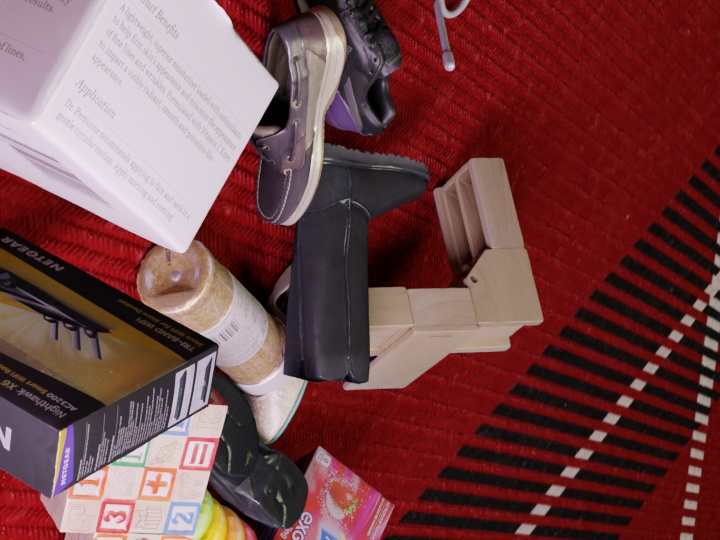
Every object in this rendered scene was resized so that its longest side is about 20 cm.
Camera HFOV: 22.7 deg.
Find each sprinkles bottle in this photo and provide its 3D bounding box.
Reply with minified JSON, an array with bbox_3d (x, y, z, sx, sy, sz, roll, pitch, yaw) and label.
[{"bbox_3d":[-0.115,0.040,1.488,0.069,0.068,0.200,-61,153,-12],"label":"sprinkles bottle"}]

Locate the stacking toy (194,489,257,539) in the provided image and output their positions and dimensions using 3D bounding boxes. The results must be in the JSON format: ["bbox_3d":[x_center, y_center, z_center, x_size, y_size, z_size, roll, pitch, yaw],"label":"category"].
[{"bbox_3d":[-0.160,0.212,1.524,0.110,0.115,0.201,-49,135,-26],"label":"stacking toy"}]

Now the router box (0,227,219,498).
[{"bbox_3d":[-0.217,0.053,1.161,0.157,0.199,0.053,-29,138,-52],"label":"router box"}]

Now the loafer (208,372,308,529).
[{"bbox_3d":[-0.125,0.154,1.555,0.073,0.072,0.201,-58,132,-33],"label":"loafer"}]

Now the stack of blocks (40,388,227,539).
[{"bbox_3d":[-0.188,0.181,1.412,0.114,0.059,0.202,6,109,-29],"label":"stack of blocks"}]

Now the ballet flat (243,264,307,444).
[{"bbox_3d":[-0.069,0.057,1.614,0.062,0.067,0.202,34,74,-36],"label":"ballet flat"}]

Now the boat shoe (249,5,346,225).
[{"bbox_3d":[-0.065,-0.123,1.467,0.064,0.072,0.201,-10,135,-32],"label":"boat shoe"}]

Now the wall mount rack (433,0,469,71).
[{"bbox_3d":[0.092,-0.288,1.622,0.174,0.074,0.201,-51,148,-31],"label":"wall mount rack"}]

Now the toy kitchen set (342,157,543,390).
[{"bbox_3d":[0.040,0.006,1.774,0.198,0.182,0.163,-1,157,-28],"label":"toy kitchen set"}]

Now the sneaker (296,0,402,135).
[{"bbox_3d":[0.000,-0.205,1.496,0.076,0.087,0.202,-43,144,-39],"label":"sneaker"}]

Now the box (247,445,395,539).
[{"bbox_3d":[-0.061,0.278,1.660,0.095,0.099,0.201,-35,-159,50],"label":"box"}]

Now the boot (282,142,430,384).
[{"bbox_3d":[-0.001,0.000,1.578,0.164,0.065,0.202,6,78,-43],"label":"boot"}]

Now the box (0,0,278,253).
[{"bbox_3d":[-0.188,-0.133,1.076,0.132,0.199,0.199,-60,152,-9],"label":"box"}]
